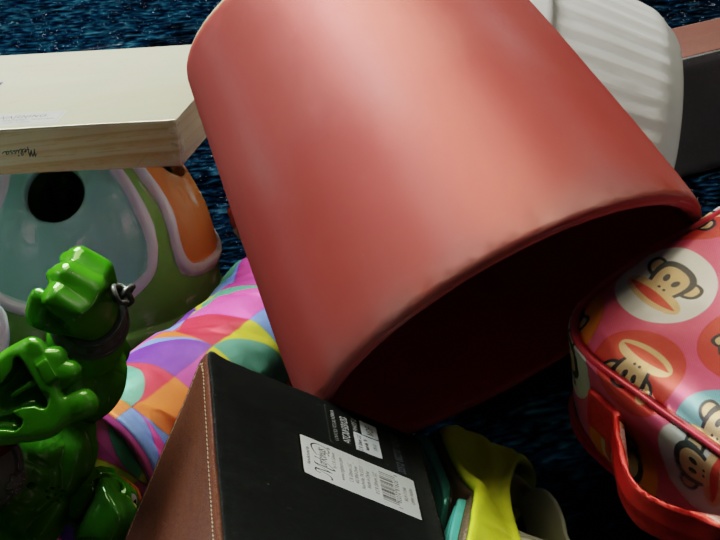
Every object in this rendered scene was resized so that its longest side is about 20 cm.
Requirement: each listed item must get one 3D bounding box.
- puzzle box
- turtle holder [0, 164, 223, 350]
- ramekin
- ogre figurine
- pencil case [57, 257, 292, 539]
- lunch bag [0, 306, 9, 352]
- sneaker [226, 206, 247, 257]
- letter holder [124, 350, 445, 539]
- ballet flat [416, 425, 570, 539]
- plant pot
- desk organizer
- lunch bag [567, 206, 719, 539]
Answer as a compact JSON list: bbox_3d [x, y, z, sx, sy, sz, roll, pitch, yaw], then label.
[{"bbox_3d":[-0.167,-0.080,1.395,0.198,0.026,0.133,-2,21,15],"label":"puzzle box"},{"bbox_3d":[-0.164,-0.014,1.444,0.184,0.133,0.141,4,24,28],"label":"turtle holder"},{"bbox_3d":[0.094,-0.056,1.388,0.094,0.204,0.203,11,19,-9],"label":"ramekin"},{"bbox_3d":[-0.144,0.084,1.142,0.097,0.202,0.120,8,4,8],"label":"ogre figurine"},{"bbox_3d":[-0.081,0.062,1.289,0.088,0.089,0.200,5,22,29],"label":"pencil case"},{"bbox_3d":[-0.256,0.067,1.239,0.159,0.077,0.201,5,51,13],"label":"lunch bag"},{"bbox_3d":[0.000,0.000,1.389,0.073,0.087,0.200,-15,8,-23],"label":"sneaker"},{"bbox_3d":[-0.040,0.145,1.061,0.100,0.143,0.200,22,15,-12],"label":"letter holder"},{"bbox_3d":[0.055,0.118,1.133,0.067,0.067,0.200,13,18,-5],"label":"ballet flat"},{"bbox_3d":[0.023,-0.047,1.210,0.199,0.178,0.201,-27,-18,-9],"label":"plant pot"},{"bbox_3d":[0.251,-0.119,1.665,0.199,0.072,0.077,-14,19,-18],"label":"desk organizer"},{"bbox_3d":[0.182,0.061,1.124,0.176,0.082,0.200,-30,50,-26],"label":"lunch bag"}]
